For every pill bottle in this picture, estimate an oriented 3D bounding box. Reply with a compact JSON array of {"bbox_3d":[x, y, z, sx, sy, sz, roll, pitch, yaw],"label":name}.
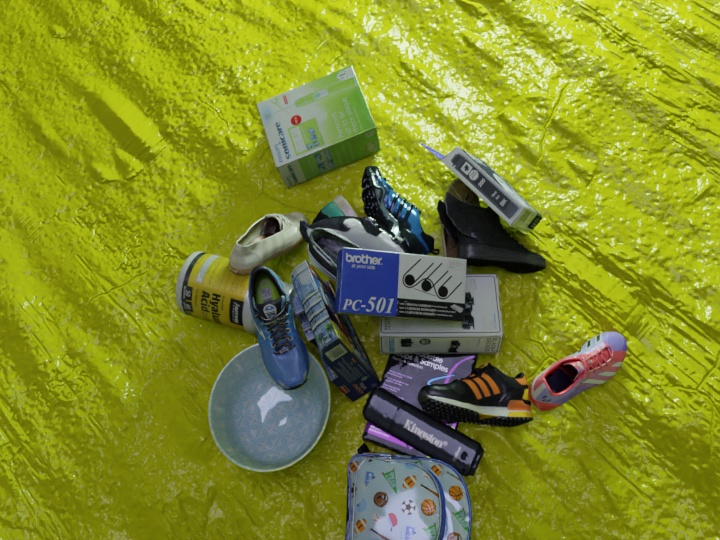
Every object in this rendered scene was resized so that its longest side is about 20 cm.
[{"bbox_3d":[-0.206,0.043,1.163,0.194,0.112,0.114,13,72,13],"label":"pill bottle"}]

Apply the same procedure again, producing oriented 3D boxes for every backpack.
[{"bbox_3d":[0.070,0.354,0.983,0.184,0.155,0.206,1,71,4],"label":"backpack"}]

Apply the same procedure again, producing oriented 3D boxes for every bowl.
[{"bbox_3d":[-0.134,0.227,1.082,0.194,0.108,0.206,-3,64,6],"label":"bowl"}]

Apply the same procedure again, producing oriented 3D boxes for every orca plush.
[{"bbox_3d":[-0.002,-0.054,1.134,0.195,0.108,0.071,2,30,27],"label":"orca plush"}]

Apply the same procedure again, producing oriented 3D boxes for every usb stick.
[{"bbox_3d":[0.094,0.247,1.046,0.196,0.033,0.056,27,77,16],"label":"usb stick"}]

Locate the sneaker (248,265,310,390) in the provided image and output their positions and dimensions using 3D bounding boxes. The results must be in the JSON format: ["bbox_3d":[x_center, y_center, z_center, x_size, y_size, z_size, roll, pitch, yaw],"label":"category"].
[{"bbox_3d":[-0.134,0.085,1.038,0.077,0.089,0.204,-21,72,-5],"label":"sneaker"}]

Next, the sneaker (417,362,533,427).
[{"bbox_3d":[0.176,0.184,1.050,0.195,0.070,0.092,13,62,-18],"label":"sneaker"}]

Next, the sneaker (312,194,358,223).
[{"bbox_3d":[-0.012,-0.037,1.188,0.079,0.072,0.201,-36,63,-1],"label":"sneaker"}]

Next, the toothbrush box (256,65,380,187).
[{"bbox_3d":[-0.077,-0.268,1.271,0.195,0.086,0.149,-21,68,2],"label":"toothbrush box"}]

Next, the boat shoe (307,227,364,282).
[{"bbox_3d":[0.001,-0.002,1.065,0.198,0.068,0.074,39,69,13],"label":"boat shoe"}]

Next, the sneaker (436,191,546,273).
[{"bbox_3d":[0.220,-0.060,1.126,0.194,0.060,0.107,7,73,-18],"label":"sneaker"}]

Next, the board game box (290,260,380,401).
[{"bbox_3d":[-0.057,0.082,1.100,0.061,0.201,0.202,-29,55,4],"label":"board game box"}]

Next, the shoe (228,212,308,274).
[{"bbox_3d":[-0.153,-0.060,1.172,0.068,0.055,0.200,20,37,23],"label":"shoe"}]

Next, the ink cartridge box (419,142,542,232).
[{"bbox_3d":[0.204,-0.147,1.118,0.200,0.197,0.044,45,106,16],"label":"ink cartridge box"}]

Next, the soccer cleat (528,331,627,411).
[{"bbox_3d":[0.342,0.149,1.042,0.196,0.077,0.067,-27,67,-17],"label":"soccer cleat"}]

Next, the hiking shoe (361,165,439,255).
[{"bbox_3d":[0.063,-0.100,1.206,0.085,0.075,0.204,-15,68,-20],"label":"hiking shoe"}]

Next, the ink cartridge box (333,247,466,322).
[{"bbox_3d":[0.061,0.024,1.018,0.194,0.044,0.097,5,83,-12],"label":"ink cartridge box"}]

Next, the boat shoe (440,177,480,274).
[{"bbox_3d":[0.173,-0.074,1.172,0.071,0.063,0.206,0,70,10],"label":"boat shoe"}]

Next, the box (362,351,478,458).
[{"bbox_3d":[0.100,0.199,1.099,0.139,0.036,0.205,16,71,14],"label":"box"}]

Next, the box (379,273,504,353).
[{"bbox_3d":[0.127,0.071,1.099,0.194,0.061,0.119,-2,54,3],"label":"box"}]
